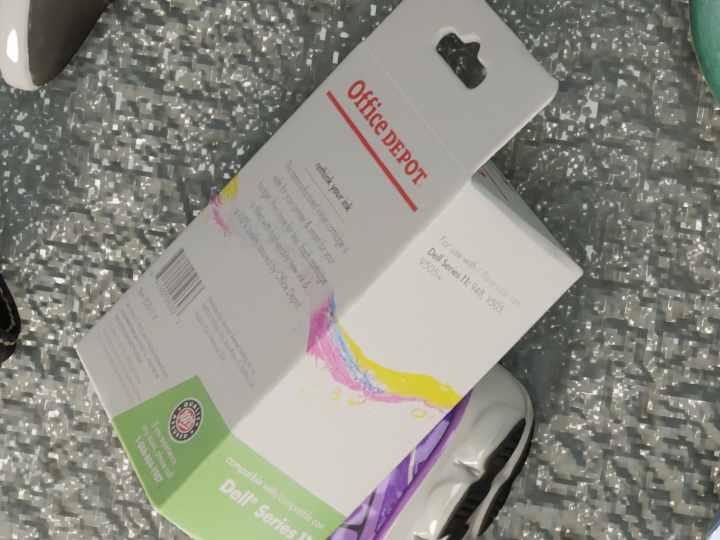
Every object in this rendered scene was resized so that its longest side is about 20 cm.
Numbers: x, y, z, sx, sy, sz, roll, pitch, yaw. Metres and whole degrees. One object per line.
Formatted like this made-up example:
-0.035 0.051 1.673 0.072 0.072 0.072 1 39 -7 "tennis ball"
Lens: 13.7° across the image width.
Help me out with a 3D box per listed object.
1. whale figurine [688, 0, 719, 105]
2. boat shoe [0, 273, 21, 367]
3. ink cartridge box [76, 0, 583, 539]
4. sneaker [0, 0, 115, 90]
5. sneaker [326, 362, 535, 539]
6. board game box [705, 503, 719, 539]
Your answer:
0.214 -0.097 1.041 0.198 0.104 0.160 0 94 6 "whale figurine"
-0.180 -0.052 1.106 0.060 0.074 0.201 -35 82 12 "boat shoe"
0.000 0.000 1.060 0.200 0.117 0.067 -46 125 8 "ink cartridge box"
-0.057 -0.144 1.082 0.099 0.071 0.201 26 93 8 "sneaker"
-0.015 0.110 1.110 0.083 0.081 0.201 34 90 19 "sneaker"
0.258 0.077 1.050 0.199 0.043 0.199 35 119 2 "board game box"
